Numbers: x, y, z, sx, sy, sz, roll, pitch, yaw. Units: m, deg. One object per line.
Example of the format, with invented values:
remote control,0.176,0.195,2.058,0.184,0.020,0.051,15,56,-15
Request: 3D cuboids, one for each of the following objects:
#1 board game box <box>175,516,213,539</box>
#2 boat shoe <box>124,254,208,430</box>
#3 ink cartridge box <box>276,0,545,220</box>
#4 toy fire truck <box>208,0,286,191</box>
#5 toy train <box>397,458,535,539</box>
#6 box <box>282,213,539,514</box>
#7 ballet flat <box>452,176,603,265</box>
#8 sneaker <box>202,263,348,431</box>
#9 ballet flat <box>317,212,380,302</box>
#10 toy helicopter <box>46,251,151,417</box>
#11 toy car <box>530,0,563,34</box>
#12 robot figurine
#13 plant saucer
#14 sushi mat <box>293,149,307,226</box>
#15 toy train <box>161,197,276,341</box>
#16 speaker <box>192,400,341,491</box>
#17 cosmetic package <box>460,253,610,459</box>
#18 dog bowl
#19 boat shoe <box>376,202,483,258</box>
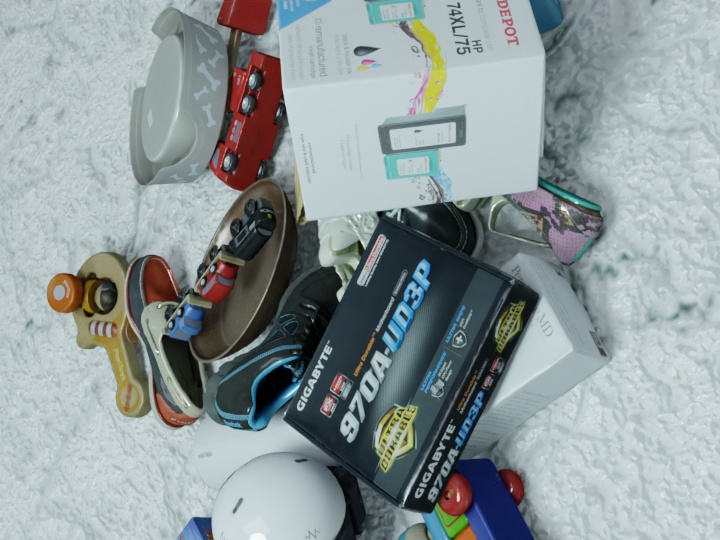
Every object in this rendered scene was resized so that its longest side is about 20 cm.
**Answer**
board game box,-0.154,0.372,1.092,0.136,0.034,0.201,-51,52,19
boat shoe,-0.209,0.072,1.187,0.062,0.070,0.203,-33,65,47
ink cartridge box,0.040,-0.153,0.883,0.197,0.147,0.148,-8,50,0
toy fire truck,-0.131,-0.201,1.199,0.141,0.048,0.203,36,111,53
toy train,0.106,0.265,0.874,0.116,0.084,0.201,-50,52,32
box,0.038,0.074,0.897,0.158,0.046,0.202,29,93,43
ballet flat,0.124,-0.071,0.950,0.200,0.069,0.072,41,109,34
sneaker,-0.057,0.075,1.020,0.201,0.073,0.082,-50,29,-18
ballet flat,0.000,0.000,1.001,0.071,0.071,0.202,-33,75,29
toy helicopter,-0.277,0.072,1.263,0.131,0.079,0.202,-27,73,22
toy car,0.064,-0.293,1.000,0.183,0.177,0.202,-23,52,22
robot figurine,-0.062,0.255,0.953,0.123,0.202,0.151,-5,32,10
plant saucer,-0.117,0.004,1.121,0.200,0.036,0.203,-40,38,42
sushi mat,-0.053,-0.152,1.095,0.096,0.012,0.202,115,157,-49
toy train,-0.145,0.007,1.098,0.200,0.034,0.046,-49,45,30
speaker,-0.067,0.159,1.041,0.198,0.081,0.082,-18,68,35
cosmetic package,0.101,0.086,0.924,0.200,0.074,0.102,-42,56,26
dog bowl,-0.207,-0.191,1.224,0.200,0.058,0.203,-27,60,59
boat shoe,0.035,-0.068,1.026,0.199,0.060,0.076,38,103,40
